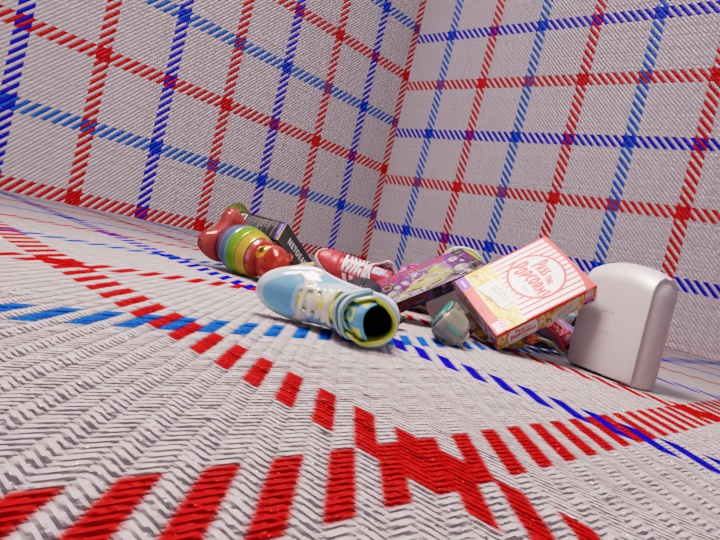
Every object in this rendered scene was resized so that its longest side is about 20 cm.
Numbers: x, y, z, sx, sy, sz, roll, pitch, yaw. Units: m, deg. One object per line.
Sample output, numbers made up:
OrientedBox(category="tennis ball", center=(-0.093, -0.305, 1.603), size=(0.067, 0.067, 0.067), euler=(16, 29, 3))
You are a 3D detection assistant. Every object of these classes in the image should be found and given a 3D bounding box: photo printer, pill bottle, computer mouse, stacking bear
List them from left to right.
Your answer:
OrientedBox(category="stacking bear", center=(-0.230, -0.037, 1.218), size=(0.199, 0.122, 0.114), euler=(25, -27, 36))
OrientedBox(category="computer mouse", center=(0.023, 0.050, 1.002), size=(0.140, 0.046, 0.200), euler=(17, 11, 17))
OrientedBox(category="pill bottle", center=(0.211, 0.034, 1.286), size=(0.112, 0.113, 0.200), euler=(14, 31, 15))
OrientedBox(category="photo printer", center=(0.454, 0.087, 0.997), size=(0.069, 0.201, 0.166), euler=(12, 3, -22))

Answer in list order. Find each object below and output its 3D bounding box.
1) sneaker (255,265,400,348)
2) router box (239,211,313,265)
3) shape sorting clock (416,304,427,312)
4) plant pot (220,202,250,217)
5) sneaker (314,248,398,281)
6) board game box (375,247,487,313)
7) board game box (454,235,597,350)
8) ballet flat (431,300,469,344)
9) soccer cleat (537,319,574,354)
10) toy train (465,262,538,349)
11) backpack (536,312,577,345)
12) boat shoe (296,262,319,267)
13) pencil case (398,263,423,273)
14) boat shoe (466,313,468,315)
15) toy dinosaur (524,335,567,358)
OrientedBox(category="sneaker", center=(-0.039, 0.042, 0.727), size=(0.199, 0.080, 0.131), euler=(13, 1, -3))
OrientedBox(category="router box", center=(-0.216, -0.056, 1.394), size=(0.156, 0.052, 0.200), euler=(14, -25, 25))
OrientedBox(category="shape sorting clock", center=(0.099, 0.066, 1.452), size=(0.199, 0.039, 0.200), euler=(25, 5, -3))
OrientedBox(category="plant pot", center=(-0.586, -0.217, 2.929), size=(0.189, 0.201, 0.200), euler=(29, 9, 27))
OrientedBox(category="sneaker", center=(0.000, 0.000, 1.245), size=(0.199, 0.072, 0.112), euler=(30, -25, -10))
OrientedBox(category="board game box", center=(0.137, 0.018, 1.128), size=(0.199, 0.032, 0.120), euler=(-22, 20, -9))
OrientedBox(category="board game box", center=(0.294, 0.037, 1.034), size=(0.152, 0.199, 0.046), euler=(58, -9, 45))
OrientedBox(category="ballet flat", center=(0.158, 0.096, 0.984), size=(0.064, 0.067, 0.200), euler=(41, 7, 8))
OrientedBox(category="soccer cleat", center=(0.387, 0.116, 1.159), size=(0.199, 0.067, 0.076), euler=(33, 3, -19))
OrientedBox(category="toy train", center=(0.261, 0.063, 1.086), size=(0.200, 0.151, 0.056), euler=(22, -6, 46))
OrientedBox(category="backpack", center=(0.368, 0.088, 1.290), size=(0.199, 0.152, 0.177), euler=(7, 6, -22))
OrientedBox(category="boat shoe", center=(-0.068, 0.013, 1.329), size=(0.199, 0.074, 0.069), euler=(11, 9, -32))
OrientedBox(category="pencil case", center=(0.144, 0.022, 1.416), size=(0.094, 0.091, 0.200), euler=(52, 10, 9))
OrientedBox(category="boat shoe", center=(0.240, 0.069, 1.429), size=(0.074, 0.086, 0.202), euler=(31, -2, -17))
OrientedBox(category="toy dinosaur", center=(0.309, 0.128, 1.149), size=(0.199, 0.048, 0.088), euler=(19, -2, 35))
